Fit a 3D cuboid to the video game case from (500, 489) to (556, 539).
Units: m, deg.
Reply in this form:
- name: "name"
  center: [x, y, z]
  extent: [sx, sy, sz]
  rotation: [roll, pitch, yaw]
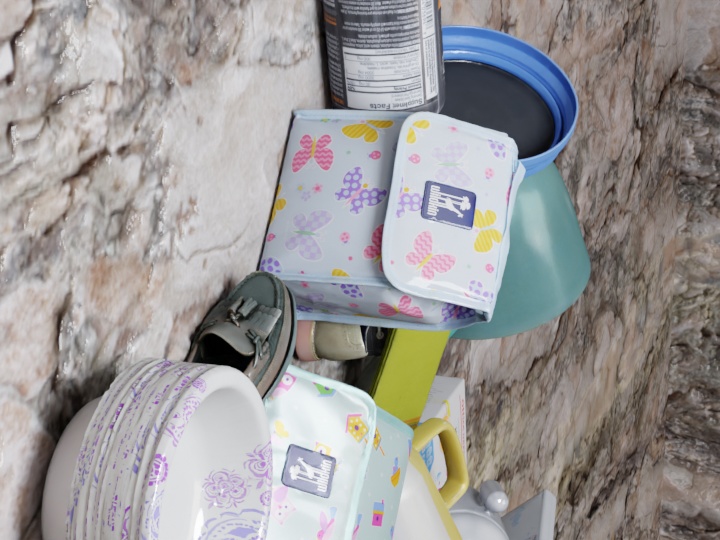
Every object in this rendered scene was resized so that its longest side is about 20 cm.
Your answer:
- name: "video game case"
  center: [0.137, 0.350, 1.933]
  extent: [0.024, 0.182, 0.200]
  rotation: [44, 29, -16]

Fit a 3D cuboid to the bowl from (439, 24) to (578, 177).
- name: "bowl"
  center: [0.112, -0.162, 1.715]
  extent: [0.039, 0.200, 0.201]
  rotation: [103, 8, -46]

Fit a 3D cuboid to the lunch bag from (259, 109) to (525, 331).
- name: "lunch bag"
  center: [0.030, -0.045, 1.495]
  extent: [0.127, 0.200, 0.170]
  rotation: [54, 46, -63]

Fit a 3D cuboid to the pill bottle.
- name: "pill bottle"
  center: [0.022, -0.197, 1.575]
  extent: [0.106, 0.106, 0.200]
  rotation: [-54, 145, -56]

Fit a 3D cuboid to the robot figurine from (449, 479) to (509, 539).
- name: "robot figurine"
  center: [0.104, 0.299, 1.874]
  extent: [0.170, 0.113, 0.200]
  rotation: [-60, -172, 9]

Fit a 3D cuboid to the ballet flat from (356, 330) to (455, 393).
- name: "ballet flat"
  center: [0.044, 0.075, 1.724]
  extent: [0.067, 0.064, 0.200]
  rotation: [11, 121, -45]

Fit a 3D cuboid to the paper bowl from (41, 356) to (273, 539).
- name: "paper bowl"
  center: [-0.143, 0.160, 1.192]
  extent: [0.201, 0.104, 0.201]
  rotation: [6, 90, -71]

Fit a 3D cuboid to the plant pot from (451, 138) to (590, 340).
- name: "plant pot"
  center: [0.124, -0.054, 1.777]
  extent: [0.201, 0.200, 0.161]
  rotation: [-63, 147, -47]

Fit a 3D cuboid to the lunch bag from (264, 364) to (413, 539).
- name: "lunch bag"
  center: [-0.047, 0.180, 1.457]
  extent: [0.200, 0.122, 0.171]
  rotation: [45, 54, -57]

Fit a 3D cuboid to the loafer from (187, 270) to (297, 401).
- name: "loafer"
  center: [-0.103, 0.075, 1.346]
  extent: [0.063, 0.072, 0.200]
  rotation: [63, 38, -47]

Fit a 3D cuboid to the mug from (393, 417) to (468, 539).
- name: "mug"
  center: [0.018, 0.226, 1.648]
  extent: [0.187, 0.149, 0.153]
  rotation: [-79, 156, -57]

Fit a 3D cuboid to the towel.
- name: "towel"
  center: [0.034, 0.122, 1.681]
  extent: [0.086, 0.018, 0.200]
  rotation: [-12, 129, -44]

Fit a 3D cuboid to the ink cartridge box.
- name: "ink cartridge box"
  center: [0.065, 0.184, 1.854]
  extent: [0.200, 0.068, 0.115]
  rotation: [-47, 138, -61]

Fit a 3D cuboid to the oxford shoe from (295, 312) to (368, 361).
- name: "oxford shoe"
  center: [0.000, 0.000, 1.609]
  extent: [0.071, 0.074, 0.200]
  rotation: [65, 35, -56]

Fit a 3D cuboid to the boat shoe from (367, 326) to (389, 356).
- name: "boat shoe"
  center: [0.021, -0.010, 1.689]
  extent: [0.074, 0.060, 0.200]
  rotation: [60, 39, -59]
